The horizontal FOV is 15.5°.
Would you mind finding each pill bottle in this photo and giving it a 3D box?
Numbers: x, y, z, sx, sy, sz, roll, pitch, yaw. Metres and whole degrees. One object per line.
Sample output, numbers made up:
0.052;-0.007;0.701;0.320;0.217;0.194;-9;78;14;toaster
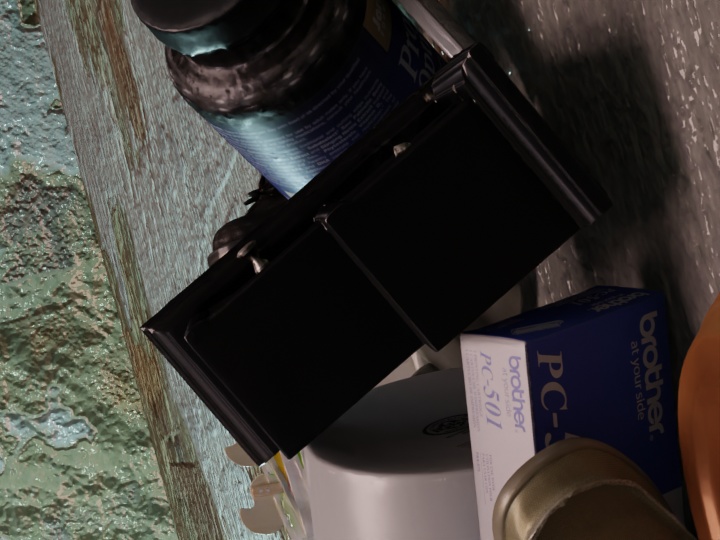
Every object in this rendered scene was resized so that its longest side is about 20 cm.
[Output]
-0.029;-0.105;1.345;0.200;0.112;0.112;44;-163;-48;pill bottle

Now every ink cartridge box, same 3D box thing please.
0.099;0.115;1.181;0.044;0.094;0.201;6;108;47;ink cartridge box

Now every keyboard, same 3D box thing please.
0.014;-0.154;1.331;0.200;0.011;0.056;50;-162;29;keyboard

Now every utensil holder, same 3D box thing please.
0.062;0.164;1.301;0.170;0.169;0.201;-141;40;-71;utensil holder

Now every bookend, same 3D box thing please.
0.000;0.000;1.199;0.092;0.200;0.199;49;180;-3;bookend

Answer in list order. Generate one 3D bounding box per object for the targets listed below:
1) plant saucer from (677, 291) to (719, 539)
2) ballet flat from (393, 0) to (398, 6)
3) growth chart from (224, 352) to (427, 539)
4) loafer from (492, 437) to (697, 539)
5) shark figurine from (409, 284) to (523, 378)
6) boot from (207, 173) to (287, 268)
0.170;0.097;1.029;0.200;0.037;0.201;166;90;-78;plant saucer
-0.028;-0.158;1.420;0.200;0.067;0.063;24;-114;-60;ballet flat
-0.015;0.077;1.590;0.018;0.144;0.201;-24;-76;-82;growth chart
0.127;0.148;1.121;0.200;0.076;0.068;50;174;-33;loafer
0.036;0.022;1.390;0.089;0.214;0.128;-38;31;43;shark figurine
-0.048;-0.093;1.494;0.069;0.200;0.175;-24;91;37;boot
